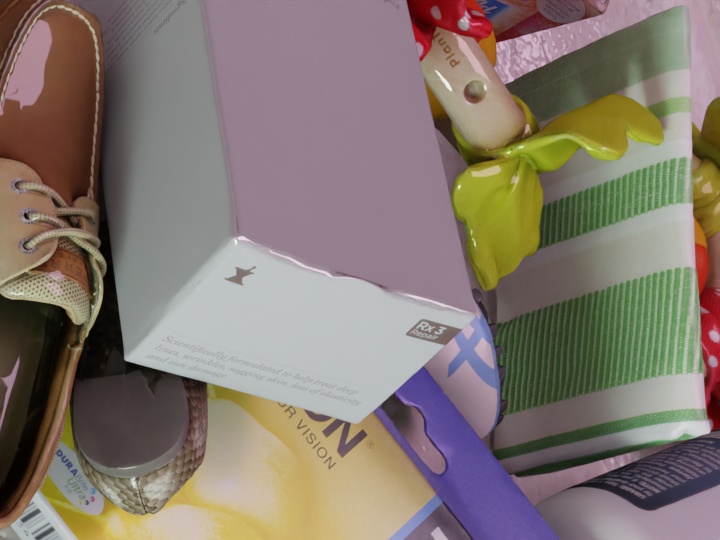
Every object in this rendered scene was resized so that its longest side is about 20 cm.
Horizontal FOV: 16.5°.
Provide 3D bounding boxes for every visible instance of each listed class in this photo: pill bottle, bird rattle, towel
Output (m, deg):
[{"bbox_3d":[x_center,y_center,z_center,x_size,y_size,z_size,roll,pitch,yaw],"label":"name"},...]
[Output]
[{"bbox_3d":[0.134,0.150,1.147,0.199,0.119,0.120,-15,92,-40],"label":"pill bottle"},{"bbox_3d":[0.030,-0.094,1.124,0.113,0.163,0.200,-46,116,0],"label":"bird rattle"},{"bbox_3d":[0.163,0.004,1.304,0.162,0.112,0.201,7,84,-36],"label":"bird rattle"},{"bbox_3d":[0.112,-0.009,1.185,0.023,0.152,0.201,9,73,-32],"label":"towel"}]

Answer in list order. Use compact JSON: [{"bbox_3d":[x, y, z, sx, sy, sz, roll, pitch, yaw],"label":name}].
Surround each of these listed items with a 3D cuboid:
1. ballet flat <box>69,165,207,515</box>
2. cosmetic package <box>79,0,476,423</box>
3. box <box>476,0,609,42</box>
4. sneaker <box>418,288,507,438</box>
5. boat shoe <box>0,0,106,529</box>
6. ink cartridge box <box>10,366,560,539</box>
[{"bbox_3d":[-0.082,0.012,0.952,0.046,0.067,0.201,74,7,-46],"label":"ballet flat"},{"bbox_3d":[-0.036,-0.053,0.937,0.112,0.081,0.201,19,46,-33],"label":"cosmetic package"},{"bbox_3d":[0.083,-0.216,1.242,0.096,0.099,0.201,48,47,-32],"label":"box"},{"bbox_3d":[0.000,0.000,1.109,0.072,0.072,0.201,-42,114,-30],"label":"sneaker"},{"bbox_3d":[-0.122,0.002,0.892,0.075,0.074,0.201,18,81,-45],"label":"boat shoe"},{"bbox_3d":[-0.019,0.099,0.993,0.200,0.047,0.198,-40,92,-32],"label":"ink cartridge box"}]
